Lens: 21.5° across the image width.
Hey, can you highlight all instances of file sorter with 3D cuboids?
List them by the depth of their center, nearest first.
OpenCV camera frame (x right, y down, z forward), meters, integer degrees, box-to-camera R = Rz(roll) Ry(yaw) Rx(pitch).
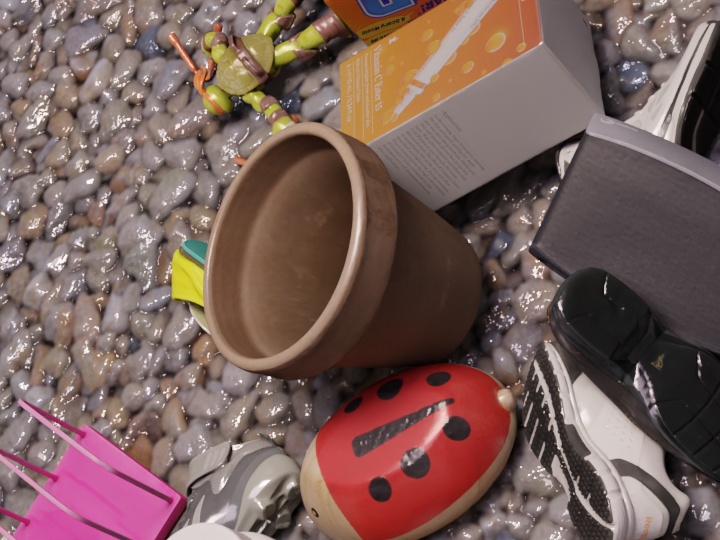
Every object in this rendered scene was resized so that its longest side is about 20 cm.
[{"bbox_3d":[-0.276,0.231,1.614,0.138,0.125,0.201,30,85,36],"label":"file sorter"}]

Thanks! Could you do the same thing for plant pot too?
[{"bbox_3d":[0.000,0.000,1.507,0.199,0.174,0.202,-23,59,46],"label":"plant pot"}]

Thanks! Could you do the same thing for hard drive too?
[{"bbox_3d":[0.232,-0.020,1.423,0.199,0.042,0.136,30,103,17],"label":"hard drive"}]

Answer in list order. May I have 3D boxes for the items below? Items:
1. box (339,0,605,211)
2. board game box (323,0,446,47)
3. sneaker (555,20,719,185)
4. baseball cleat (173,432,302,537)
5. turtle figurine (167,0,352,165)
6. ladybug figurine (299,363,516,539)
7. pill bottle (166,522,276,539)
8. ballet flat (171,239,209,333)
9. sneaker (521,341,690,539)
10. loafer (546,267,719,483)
[{"bbox_3d":[0.088,-0.147,1.556,0.199,0.097,0.125,-28,39,24],"label":"box"},{"bbox_3d":[0.033,-0.355,1.649,0.199,0.200,0.201,-24,58,20],"label":"board game box"},{"bbox_3d":[0.217,-0.116,1.509,0.115,0.076,0.202,19,81,33],"label":"sneaker"},{"bbox_3d":[-0.131,0.223,1.577,0.200,0.070,0.106,-45,46,-6],"label":"baseball cleat"},{"bbox_3d":[-0.097,-0.200,1.741,0.161,0.064,0.200,-43,54,7],"label":"turtle figurine"},{"bbox_3d":[0.032,0.141,1.505,0.199,0.072,0.137,-32,56,14],"label":"ladybug figurine"},{"bbox_3d":[-0.071,0.264,1.431,0.113,0.200,0.115,-13,63,25],"label":"pill bottle"},{"bbox_3d":[-0.097,0.040,1.642,0.199,0.066,0.068,31,107,39],"label":"ballet flat"},{"bbox_3d":[0.181,0.132,1.434,0.201,0.079,0.074,-112,28,-44],"label":"sneaker"},{"bbox_3d":[0.218,0.083,1.403,0.073,0.072,0.200,-40,84,-17],"label":"loafer"}]
